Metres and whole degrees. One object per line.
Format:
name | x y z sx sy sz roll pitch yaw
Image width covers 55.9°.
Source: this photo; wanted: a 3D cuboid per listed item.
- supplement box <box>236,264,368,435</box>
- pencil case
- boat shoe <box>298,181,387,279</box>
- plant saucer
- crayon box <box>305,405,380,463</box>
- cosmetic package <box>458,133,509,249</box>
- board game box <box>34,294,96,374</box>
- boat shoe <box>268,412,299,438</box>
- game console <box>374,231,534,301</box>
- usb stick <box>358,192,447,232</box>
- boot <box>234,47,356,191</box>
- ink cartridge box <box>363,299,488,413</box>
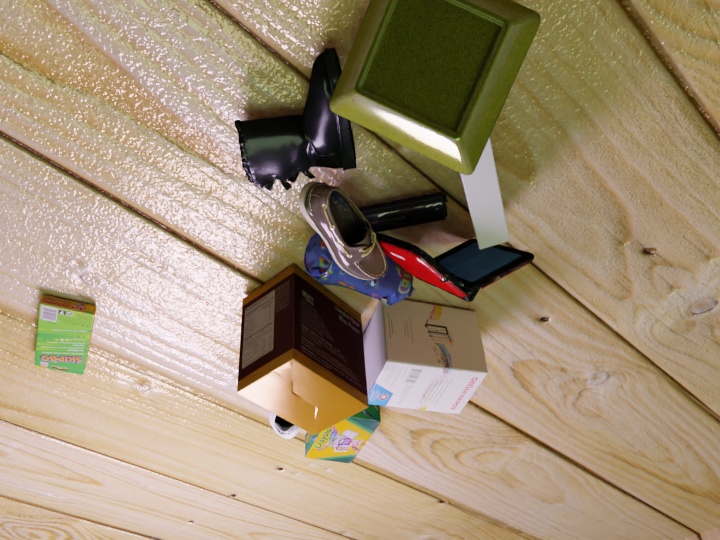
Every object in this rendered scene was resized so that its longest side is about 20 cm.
supplement box | -0.099 0.141 1.195 0.131 0.203 0.196 -30 132 25
pencil case | 0.000 0.000 1.114 0.197 0.089 0.077 20 163 -39
boat shoe | -0.013 -0.052 1.003 0.059 0.072 0.201 11 148 47
plant saucer | 0.082 -0.244 0.787 0.196 0.048 0.204 25 100 4
crayon box | -0.044 0.361 1.542 0.116 0.059 0.202 12 135 -17
cosmetic package | 0.155 -0.154 0.935 0.050 0.153 0.202 -13 138 11
board game box | -0.556 0.126 1.273 0.093 0.030 0.202 14 132 -18
boat shoe | -0.170 0.327 1.489 0.072 0.068 0.203 -4 137 0
game console | 0.133 -0.036 1.038 0.171 0.200 0.120 36 86 -21
usb stick | 0.044 -0.087 1.087 0.195 0.033 0.056 -10 148 6
boot | -0.092 -0.199 0.927 0.158 0.075 0.200 -7 142 2
ink cartridge box | 0.115 0.162 1.276 0.195 0.147 0.149 10 137 -15
